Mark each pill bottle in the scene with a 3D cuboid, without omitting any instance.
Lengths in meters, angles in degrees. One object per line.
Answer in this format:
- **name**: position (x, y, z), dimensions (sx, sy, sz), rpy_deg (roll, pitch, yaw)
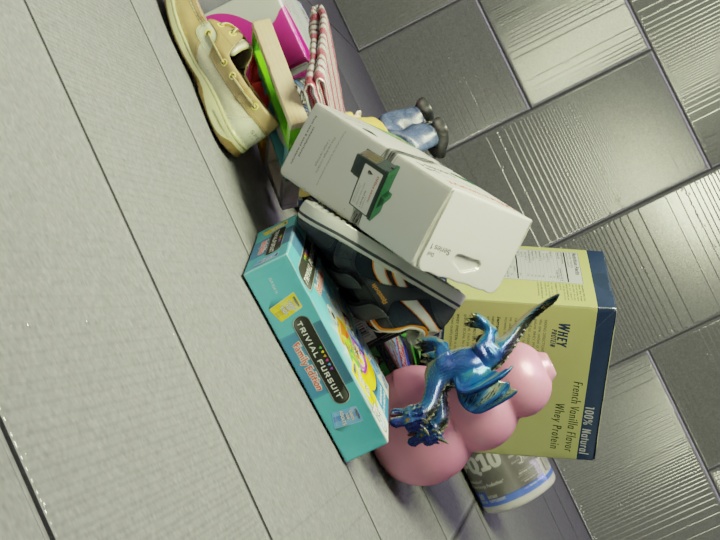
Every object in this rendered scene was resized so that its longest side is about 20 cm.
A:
- **pill bottle**: position (0.180, 0.226, 1.990), dimensions (0.200, 0.114, 0.114), rpy_deg (63, 8, -4)

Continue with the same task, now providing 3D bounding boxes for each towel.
- **towel**: position (-0.039, -0.178, 1.507), dimensions (0.200, 0.030, 0.147), rpy_deg (-91, 173, -57)

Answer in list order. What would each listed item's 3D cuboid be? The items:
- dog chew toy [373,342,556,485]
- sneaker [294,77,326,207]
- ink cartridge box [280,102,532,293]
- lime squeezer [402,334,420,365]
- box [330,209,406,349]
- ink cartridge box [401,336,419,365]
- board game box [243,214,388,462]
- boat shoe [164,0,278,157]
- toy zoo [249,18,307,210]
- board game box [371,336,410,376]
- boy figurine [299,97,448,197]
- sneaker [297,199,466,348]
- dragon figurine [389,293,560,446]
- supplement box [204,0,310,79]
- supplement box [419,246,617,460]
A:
- **dog chew toy**: position (0.105, 0.138, 1.461), dimensions (0.125, 0.200, 0.125), rpy_deg (62, 8, -15)
- **sneaker**: position (-0.058, -0.129, 1.695), dimensions (0.077, 0.076, 0.200), rpy_deg (3, -73, 60)
- **ink cartridge box**: position (0.045, -0.070, 1.372), dimensions (0.200, 0.084, 0.146), rpy_deg (35, 12, 37)
- **lime squeezer**: position (0.043, 0.051, 1.770), dimensions (0.071, 0.038, 0.200), rpy_deg (-34, 100, -51)
- **box**: position (0.000, 0.000, 1.550), dimensions (0.122, 0.106, 0.200), rpy_deg (62, 9, -12)
- **ink cartridge box**: position (0.081, 0.075, 1.879), dimensions (0.117, 0.067, 0.200), rpy_deg (86, -14, -53)
- **board game box**: position (-0.037, 0.060, 1.342), dimensions (0.200, 0.047, 0.151), rpy_deg (62, 8, -14)
- **boat shoe**: position (-0.140, -0.215, 1.459), dimensions (0.200, 0.066, 0.074), rpy_deg (66, 8, 12)
- **toy zoo**: position (-0.090, -0.154, 1.509), dimensions (0.200, 0.020, 0.131), rpy_deg (103, -31, -62)
- **board game box**: position (0.025, 0.096, 1.698), dimensions (0.135, 0.029, 0.200), rpy_deg (59, 9, -27)
- **boy figurine**: position (0.003, -0.134, 1.629), dimensions (0.124, 0.200, 0.065), rpy_deg (53, -25, 35)
- **sneaker**: position (0.009, 0.010, 1.369), dimensions (0.200, 0.079, 0.078), rpy_deg (32, 4, -28)
- **dragon figurine**: position (0.116, 0.100, 1.380), dimensions (0.059, 0.200, 0.100), rpy_deg (72, -4, -56)
- **supplement box**: position (-0.110, -0.267, 1.700), dimensions (0.101, 0.103, 0.200), rpy_deg (65, 7, 1)
- **supplement box**: position (0.168, 0.088, 1.587), dimensions (0.134, 0.199, 0.200), rpy_deg (-84, 177, -62)
